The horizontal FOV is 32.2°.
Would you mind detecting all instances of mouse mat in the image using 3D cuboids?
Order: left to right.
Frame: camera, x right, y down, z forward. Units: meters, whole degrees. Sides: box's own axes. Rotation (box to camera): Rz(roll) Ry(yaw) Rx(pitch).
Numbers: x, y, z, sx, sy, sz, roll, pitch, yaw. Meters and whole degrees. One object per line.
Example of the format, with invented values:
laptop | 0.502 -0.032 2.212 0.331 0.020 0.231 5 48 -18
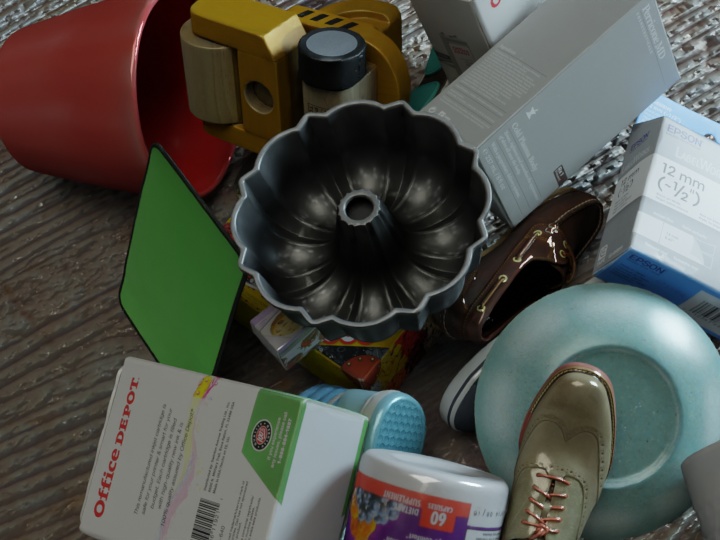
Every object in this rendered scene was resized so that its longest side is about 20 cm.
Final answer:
mouse mat | -0.155 0.012 1.060 0.008 0.200 0.161 -16 53 -34

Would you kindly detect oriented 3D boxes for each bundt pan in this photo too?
bundt pan | 0.005 -0.030 0.968 0.201 0.076 0.202 -5 60 9

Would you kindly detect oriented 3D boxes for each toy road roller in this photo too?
toy road roller | -0.047 -0.181 1.109 0.200 0.123 0.146 20 44 24

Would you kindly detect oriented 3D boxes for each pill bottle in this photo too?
pill bottle | 0.034 0.238 0.900 0.111 0.111 0.201 11 88 18

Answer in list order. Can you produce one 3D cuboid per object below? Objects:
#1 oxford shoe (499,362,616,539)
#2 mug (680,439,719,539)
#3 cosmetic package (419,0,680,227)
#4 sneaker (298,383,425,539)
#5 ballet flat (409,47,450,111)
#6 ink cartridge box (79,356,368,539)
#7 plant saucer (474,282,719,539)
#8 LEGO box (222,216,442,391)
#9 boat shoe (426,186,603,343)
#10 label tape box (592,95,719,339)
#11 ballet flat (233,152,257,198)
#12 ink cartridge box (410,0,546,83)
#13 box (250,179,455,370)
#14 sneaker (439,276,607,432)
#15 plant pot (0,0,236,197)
oxford shoe | 0.141 0.165 0.901 0.070 0.201 0.075 13 20 8
mug | 0.345 0.195 0.878 0.200 0.148 0.176 -5 67 -25
cosmetic package | 0.159 -0.146 1.034 0.200 0.107 0.090 -41 45 -3
sneaker | -0.029 0.185 1.000 0.130 0.079 0.200 11 80 44
ballet flat | 0.079 -0.163 1.175 0.069 0.069 0.200 19 66 21
ink cartridge box | -0.109 0.158 0.961 0.200 0.084 0.145 8 80 39
plant saucer | 0.188 0.110 0.953 0.200 0.039 0.202 0 89 1
LEGO box | -0.022 0.006 1.089 0.200 0.077 0.149 32 72 26
boat shoe | 0.142 -0.001 1.040 0.200 0.071 0.070 -37 38 -27
label tape box | 0.288 -0.058 1.032 0.143 0.066 0.200 25 64 -8
ballet flat | -0.034 -0.126 1.189 0.200 0.057 0.066 -37 46 -2
ink cartridge box | 0.141 -0.223 1.108 0.083 0.200 0.147 23 67 40
box | 0.000 0.000 1.020 0.200 0.039 0.041 -39 62 -11
sneaker | 0.161 0.078 1.009 0.200 0.079 0.079 -34 54 -10
plant pot | -0.235 -0.164 1.178 0.177 0.201 0.201 1 60 23
